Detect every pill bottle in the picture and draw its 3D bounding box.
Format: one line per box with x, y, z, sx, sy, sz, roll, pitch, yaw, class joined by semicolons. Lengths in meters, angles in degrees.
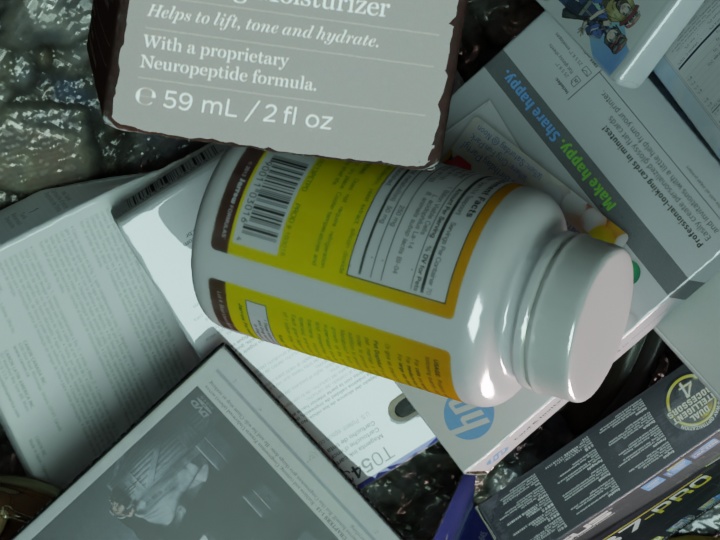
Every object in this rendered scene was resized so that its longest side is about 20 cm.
0.026;0.000;1.436;0.200;0.109;0.109;17;121;22;pill bottle

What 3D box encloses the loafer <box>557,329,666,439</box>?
0.148;0.000;1.630;0.071;0.073;0.200;25;107;5;loafer

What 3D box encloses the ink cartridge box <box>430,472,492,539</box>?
0.050;0.229;1.664;0.047;0.198;0.200;15;119;9;ink cartridge box

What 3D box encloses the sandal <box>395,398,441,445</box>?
0.031;0.033;1.637;0.075;0.045;0.200;-33;119;4;sandal

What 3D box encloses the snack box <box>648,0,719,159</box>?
0.218;-0.091;1.477;0.169;0.200;0.068;21;117;-43;snack box

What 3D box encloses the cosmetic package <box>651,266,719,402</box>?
0.185;-0.013;1.521;0.107;0.090;0.200;-43;75;11;cosmetic package

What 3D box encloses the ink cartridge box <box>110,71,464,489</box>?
0.000;0.000;1.584;0.196;0.043;0.200;-32;108;-2;ink cartridge box

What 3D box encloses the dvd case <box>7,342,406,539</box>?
-0.095;0.160;1.554;0.200;0.025;0.150;-43;91;2;dvd case

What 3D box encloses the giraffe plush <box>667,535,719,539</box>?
0.260;0.235;1.712;0.200;0.162;0.173;-33;117;12;giraffe plush

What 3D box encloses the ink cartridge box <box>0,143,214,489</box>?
-0.119;0.017;1.624;0.200;0.047;0.160;-28;119;-10;ink cartridge box

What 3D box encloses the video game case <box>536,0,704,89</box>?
0.136;-0.221;1.444;0.022;0.182;0.200;11;122;-50;video game case

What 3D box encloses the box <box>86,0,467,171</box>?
-0.036;-0.171;1.427;0.166;0.164;0.200;7;105;-9;box

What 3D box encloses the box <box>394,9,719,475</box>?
0.085;-0.020;1.494;0.200;0.041;0.156;-42;73;15;box

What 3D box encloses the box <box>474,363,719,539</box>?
0.177;0.099;1.642;0.200;0.049;0.161;-36;159;12;box

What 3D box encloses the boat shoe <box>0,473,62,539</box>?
-0.224;0.144;1.605;0.200;0.074;0.076;20;110;18;boat shoe
